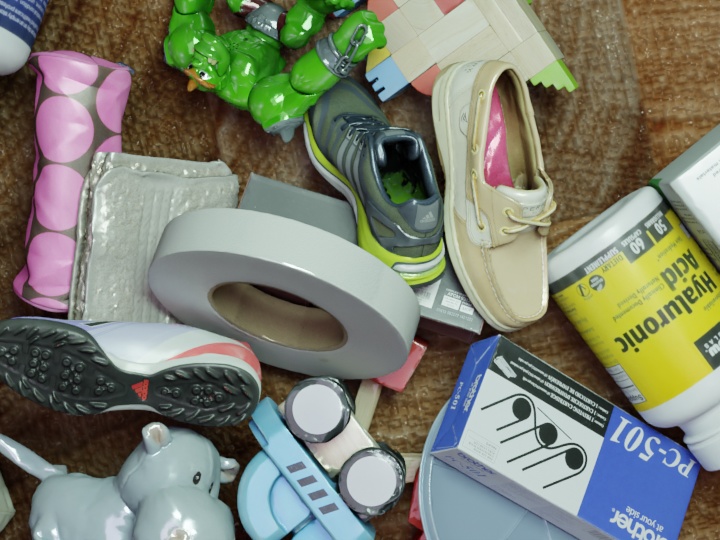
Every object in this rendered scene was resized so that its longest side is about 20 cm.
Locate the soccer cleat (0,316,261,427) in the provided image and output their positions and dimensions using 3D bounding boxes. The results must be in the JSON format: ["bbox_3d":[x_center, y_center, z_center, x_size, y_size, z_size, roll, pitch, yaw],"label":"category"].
[{"bbox_3d":[-0.171,0.065,1.165,0.199,0.073,0.068,9,114,-7],"label":"soccer cleat"}]

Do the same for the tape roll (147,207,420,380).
[{"bbox_3d":[-0.055,0.020,1.162,0.202,0.203,0.037,16,67,3],"label":"tape roll"}]

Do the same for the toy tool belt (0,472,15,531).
[{"bbox_3d":[-0.349,0.186,1.206,0.123,0.200,0.125,-26,83,3],"label":"toy tool belt"}]

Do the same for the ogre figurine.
[{"bbox_3d":[-0.078,-0.179,1.211,0.200,0.098,0.120,29,105,10],"label":"ogre figurine"}]

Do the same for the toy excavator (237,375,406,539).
[{"bbox_3d":[-0.049,0.200,1.174,0.200,0.100,0.195,-38,87,0],"label":"toy excavator"}]

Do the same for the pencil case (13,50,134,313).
[{"bbox_3d":[-0.224,-0.068,1.239,0.091,0.094,0.201,4,95,-41],"label":"pencil case"}]

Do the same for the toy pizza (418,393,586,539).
[{"bbox_3d":[0.127,0.172,1.212,0.200,0.032,0.201,7,74,-27],"label":"toy pizza"}]

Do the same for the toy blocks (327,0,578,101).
[{"bbox_3d":[0.054,-0.183,1.215,0.137,0.100,0.200,-35,90,17],"label":"toy blocks"}]

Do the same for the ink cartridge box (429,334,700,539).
[{"bbox_3d":[0.156,0.138,1.192,0.200,0.044,0.094,31,66,-19],"label":"ink cartridge box"}]

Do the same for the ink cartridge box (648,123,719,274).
[{"bbox_3d":[0.310,-0.012,1.170,0.084,0.146,0.200,-39,91,4],"label":"ink cartridge box"}]

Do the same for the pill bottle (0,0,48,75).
[{"bbox_3d":[-0.295,-0.212,1.199,0.119,0.120,0.201,17,82,3],"label":"pill bottle"}]

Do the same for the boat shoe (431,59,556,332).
[{"bbox_3d":[0.103,-0.053,1.146,0.074,0.069,0.201,-19,98,-35],"label":"boat shoe"}]

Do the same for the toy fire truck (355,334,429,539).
[{"bbox_3d":[0.031,0.162,1.249,0.141,0.049,0.200,33,95,2],"label":"toy fire truck"}]

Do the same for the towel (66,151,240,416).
[{"bbox_3d":[-0.158,0.011,1.225,0.132,0.034,0.201,2,97,-40],"label":"towel"}]

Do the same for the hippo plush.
[{"bbox_3d":[-0.158,0.194,1.211,0.161,0.159,0.200,-31,51,15],"label":"hippo plush"}]

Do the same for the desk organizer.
[{"bbox_3d":[0.000,0.000,1.218,0.199,0.077,0.072,17,68,3],"label":"desk organizer"}]

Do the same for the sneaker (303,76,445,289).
[{"bbox_3d":[0.016,-0.083,1.175,0.074,0.081,0.200,-12,51,-23],"label":"sneaker"}]

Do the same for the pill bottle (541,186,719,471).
[{"bbox_3d":[0.232,0.046,1.197,0.111,0.111,0.200,-37,91,6],"label":"pill bottle"}]
